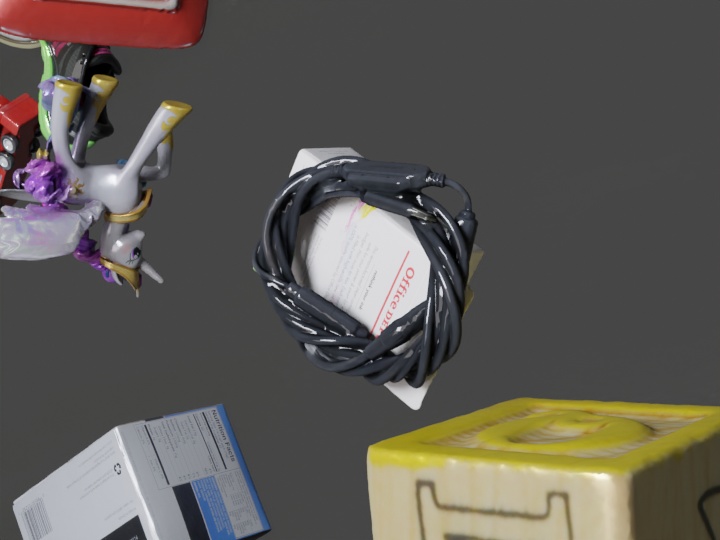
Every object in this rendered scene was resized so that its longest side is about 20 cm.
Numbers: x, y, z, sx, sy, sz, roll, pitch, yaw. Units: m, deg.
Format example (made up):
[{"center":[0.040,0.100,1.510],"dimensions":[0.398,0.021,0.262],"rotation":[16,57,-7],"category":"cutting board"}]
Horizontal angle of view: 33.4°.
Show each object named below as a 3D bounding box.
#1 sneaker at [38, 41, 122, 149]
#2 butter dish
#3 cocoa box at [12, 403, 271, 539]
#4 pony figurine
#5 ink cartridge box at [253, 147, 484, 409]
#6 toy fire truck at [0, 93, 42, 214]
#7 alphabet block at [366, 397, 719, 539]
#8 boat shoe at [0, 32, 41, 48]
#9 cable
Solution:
[{"center":[-0.273,-0.219,1.178],"dimensions":[0.083,0.077,0.203],"rotation":[-3,96,24],"category":"sneaker"},{"center":[-0.244,-0.305,1.081],"dimensions":[0.148,0.197,0.203],"rotation":[20,108,62],"category":"butter dish"},{"center":[-0.205,0.230,1.119],"dimensions":[0.199,0.130,0.134],"rotation":[-36,71,38],"category":"cocoa box"},{"center":[-0.260,-0.077,1.111],"dimensions":[0.167,0.191,0.202],"rotation":[-120,43,-62],"category":"pony figurine"},{"center":[0.016,0.003,0.939],"dimensions":[0.200,0.067,0.118],"rotation":[41,118,31],"category":"ink cartridge box"},{"center":[-0.400,-0.164,1.250],"dimensions":[0.141,0.049,0.201],"rotation":[38,132,6],"category":"toy fire truck"},{"center":[0.136,0.200,0.777],"dimensions":[0.195,0.194,0.203],"rotation":[-2,95,39],"category":"alphabet block"},{"center":[-0.378,-0.305,1.235],"dimensions":[0.200,0.074,0.069],"rotation":[46,157,28],"category":"boat shoe"},{"center":[0.000,0.000,0.884],"dimensions":[0.198,0.051,0.165],"rotation":[7,102,38],"category":"cable"}]
